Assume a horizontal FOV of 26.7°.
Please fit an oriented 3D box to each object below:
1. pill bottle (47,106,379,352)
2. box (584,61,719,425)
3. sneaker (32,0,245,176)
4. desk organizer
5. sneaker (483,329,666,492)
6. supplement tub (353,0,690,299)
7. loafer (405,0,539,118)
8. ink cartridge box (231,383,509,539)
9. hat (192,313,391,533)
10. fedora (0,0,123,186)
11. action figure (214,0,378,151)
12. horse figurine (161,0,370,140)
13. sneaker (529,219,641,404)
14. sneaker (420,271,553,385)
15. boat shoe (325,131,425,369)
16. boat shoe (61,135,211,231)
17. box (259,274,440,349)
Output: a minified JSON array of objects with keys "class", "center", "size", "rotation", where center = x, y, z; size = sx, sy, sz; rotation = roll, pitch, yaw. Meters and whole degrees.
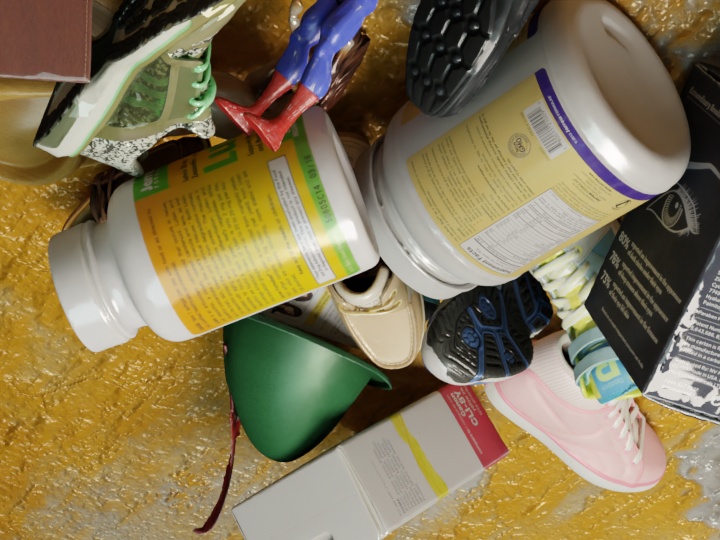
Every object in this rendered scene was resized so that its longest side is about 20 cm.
[{"class":"pill bottle","center":[-0.097,-0.021,0.991],"size":[0.198,0.112,0.112],"rotation":[-21,134,4]},{"class":"box","center":[0.252,-0.017,1.029],"size":[0.103,0.148,0.202],"rotation":[18,110,-16]},{"class":"sneaker","center":[-0.114,-0.121,0.922],"size":[0.088,0.078,0.199],"rotation":[30,137,-29]},{"class":"desk organizer","center":[-0.191,-0.214,0.893],"size":[0.076,0.072,0.202],"rotation":[3,104,-4]},{"class":"sneaker","center":[0.209,0.117,1.287],"size":[0.199,0.076,0.104],"rotation":[33,136,-22]},{"class":"supplement tub","center":[0.106,-0.079,1.030],"size":[0.145,0.146,0.199],"rotation":[36,130,-30]},{"class":"loafer","center":[0.091,-0.184,0.942],"size":[0.070,0.068,0.202],"rotation":[-6,129,-49]},{"class":"ink cartridge box","center":[0.010,0.179,1.283],"size":[0.145,0.199,0.084],"rotation":[-35,82,36]},{"class":"hat","center":[-0.078,0.142,1.229],"size":[0.164,0.178,0.200],"rotation":[18,170,25]},{"class":"fedora","center":[-0.227,-0.120,1.062],"size":[0.198,0.082,0.202],"rotation":[2,138,2]},{"class":"action figure","center":[-0.021,-0.182,0.931],"size":[0.200,0.065,0.099],"rotation":[-48,129,-9]},{"class":"horse figurine","center":[-0.083,-0.126,1.009],"size":[0.198,0.050,0.133],"rotation":[0,135,-30]},{"class":"sneaker","center":[0.170,0.022,1.146],"size":[0.079,0.132,0.199],"rotation":[-29,128,34]},{"class":"sneaker","center":[0.086,0.052,1.146],"size":[0.077,0.200,0.076],"rotation":[-33,86,25]},{"class":"boat shoe","center":[0.000,0.000,1.121],"size":[0.073,0.069,0.201],"rotation":[-13,121,12]},{"class":"boat shoe","center":[-0.163,-0.044,1.108],"size":[0.067,0.073,0.200],"rotation":[4,162,-28]},{"class":"box","center":[-0.041,0.002,1.204],"size":[0.198,0.050,0.082],"rotation":[20,136,-16]}]
